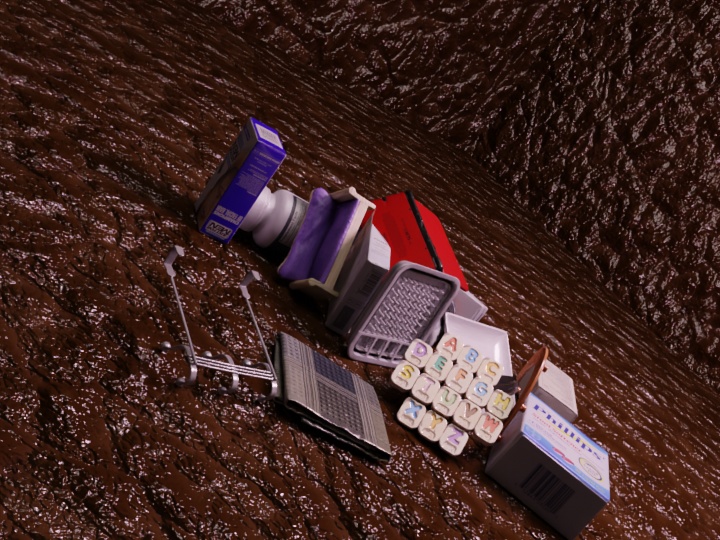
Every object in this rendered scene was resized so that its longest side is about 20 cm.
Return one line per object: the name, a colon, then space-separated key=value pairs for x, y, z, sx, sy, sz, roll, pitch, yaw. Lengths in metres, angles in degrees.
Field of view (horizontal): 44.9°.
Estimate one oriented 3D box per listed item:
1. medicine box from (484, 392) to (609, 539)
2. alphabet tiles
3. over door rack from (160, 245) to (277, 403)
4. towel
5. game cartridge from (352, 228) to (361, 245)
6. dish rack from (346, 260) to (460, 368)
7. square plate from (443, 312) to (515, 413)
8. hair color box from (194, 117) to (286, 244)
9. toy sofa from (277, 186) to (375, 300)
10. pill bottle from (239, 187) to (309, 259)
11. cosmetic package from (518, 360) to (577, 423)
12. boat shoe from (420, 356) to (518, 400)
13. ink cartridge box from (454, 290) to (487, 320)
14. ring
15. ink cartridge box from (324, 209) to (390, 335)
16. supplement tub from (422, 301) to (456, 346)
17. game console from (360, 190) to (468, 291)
medicine box: x=0.324 y=0.330 z=1.498 sx=0.182 sy=0.103 sz=0.200 roll=38 pitch=19 yaw=4
alphabet tiles: x=0.151 y=0.199 z=1.436 sx=0.200 sy=0.015 sz=0.196 roll=32 pitch=56 yaw=8
over door rack: x=-0.196 y=0.080 z=1.183 sx=0.148 sy=0.067 sz=0.200 roll=19 pitch=45 yaw=-43
towel: x=-0.047 y=0.189 z=1.291 sx=0.192 sy=0.035 sz=0.200 roll=33 pitch=16 yaw=-20
game cartridge: x=0.025 y=-0.071 z=1.768 sx=0.133 sy=0.042 sz=0.200 roll=12 pitch=16 yaw=-17
dish rack: x=0.068 y=0.072 z=1.506 sx=0.171 sy=0.200 sz=0.044 roll=18 pitch=21 yaw=-45
square plate: x=0.220 y=0.194 z=1.632 sx=0.198 sy=0.028 sz=0.201 roll=19 pitch=60 yaw=-44
hair color box: x=-0.217 y=-0.160 z=1.547 sx=0.065 sy=0.200 sz=0.109 roll=25 pitch=21 yaw=-27
toy sofa: x=-0.062 y=-0.053 z=1.564 sx=0.097 sy=0.200 sz=0.083 roll=31 pitch=-19 yaw=-25
pill bottle: x=-0.135 y=-0.083 z=1.641 sx=0.200 sy=0.120 sz=0.120 roll=28 pitch=20 yaw=-25
cosmetic package: x=0.395 y=0.262 z=1.844 sx=0.103 sy=0.073 sz=0.200 roll=37 pitch=18 yaw=1
boat shoe: x=0.173 y=0.180 z=1.501 sx=0.199 sy=0.074 sz=0.075 roll=4 pitch=9 yaw=4
ink cartridge box: x=0.188 y=0.065 z=1.862 sx=0.146 sy=0.086 sz=0.200 roll=40 pitch=6 yaw=11
ring: x=0.274 y=0.221 z=1.514 sx=0.019 sy=0.201 sz=0.200 roll=32 pitch=18 yaw=3
ink cartridge box: x=0.000 y=0.000 z=1.573 sx=0.047 sy=0.160 sz=0.200 roll=27 pitch=29 yaw=-9
supplement tub: x=0.112 y=0.088 z=1.672 sx=0.122 sy=0.123 sz=0.200 roll=40 pitch=19 yaw=11
game console: x=0.098 y=-0.041 z=1.678 sx=0.119 sy=0.172 sz=0.200 roll=80 pitch=-8 yaw=-54
